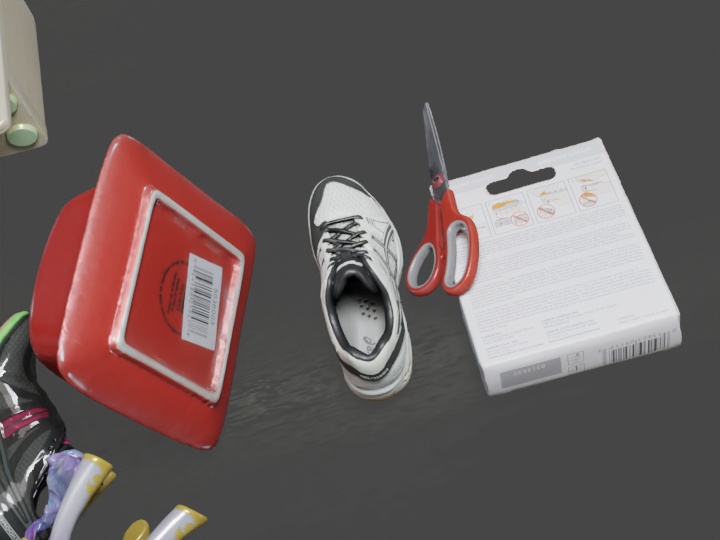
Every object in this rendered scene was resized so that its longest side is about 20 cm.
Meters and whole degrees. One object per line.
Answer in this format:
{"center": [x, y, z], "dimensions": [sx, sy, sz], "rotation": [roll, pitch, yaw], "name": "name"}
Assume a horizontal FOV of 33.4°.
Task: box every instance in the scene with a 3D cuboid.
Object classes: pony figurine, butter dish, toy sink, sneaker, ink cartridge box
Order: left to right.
{"center": [-0.362, -0.163, 1.077], "dimensions": [0.129, 0.112, 0.202], "rotation": [-15, 61, 1], "name": "toy sink"}
{"center": [-0.271, 0.133, 0.971], "dimensions": [0.083, 0.077, 0.202], "rotation": [2, 70, -10], "name": "sneaker"}
{"center": [-0.223, 0.235, 0.862], "dimensions": [0.166, 0.193, 0.202], "rotation": [6, 64, 46], "name": "pony figurine"}
{"center": [-0.194, 0.026, 0.955], "dimensions": [0.146, 0.199, 0.202], "rotation": [-6, 63, 30], "name": "butter dish"}
{"center": [0.000, 0.000, 0.972], "dimensions": [0.075, 0.088, 0.202], "rotation": [-17, 65, 2], "name": "sneaker"}
{"center": [0.154, -0.006, 0.986], "dimensions": [0.159, 0.050, 0.201], "rotation": [-15, 48, 2], "name": "ink cartridge box"}

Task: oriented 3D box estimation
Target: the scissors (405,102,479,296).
{"center": [0.073, -0.066, 1.008], "dimensions": [0.073, 0.014, 0.202], "rotation": [-20, 53, 41], "name": "scissors"}
